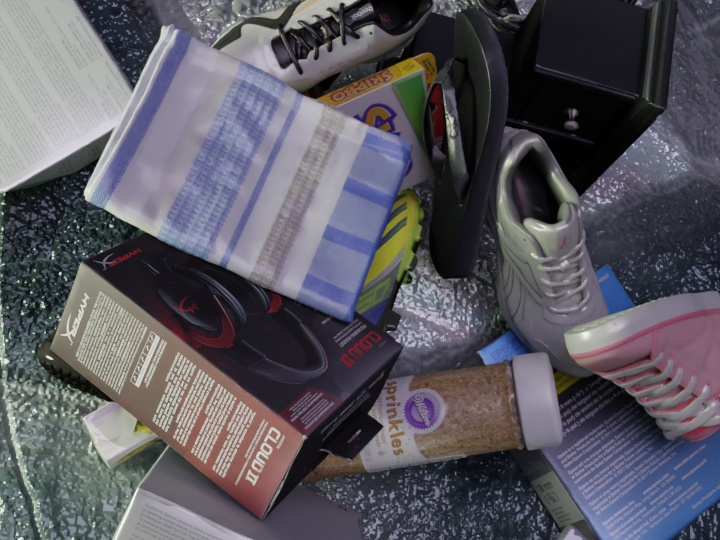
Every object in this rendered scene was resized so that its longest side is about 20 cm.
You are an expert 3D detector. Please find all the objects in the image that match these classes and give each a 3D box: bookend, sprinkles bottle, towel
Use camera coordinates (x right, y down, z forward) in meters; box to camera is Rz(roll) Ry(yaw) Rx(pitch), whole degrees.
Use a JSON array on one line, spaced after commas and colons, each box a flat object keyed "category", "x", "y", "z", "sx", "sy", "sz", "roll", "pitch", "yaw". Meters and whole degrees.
[{"category": "bookend", "x": 0.118, "y": -0.150, "z": 0.862, "sx": 0.195, "sy": 0.200, "sz": 0.094, "roll": 14, "pitch": 70, "yaw": -7}, {"category": "sprinkles bottle", "x": 0.049, "y": 0.111, "z": 0.803, "sx": 0.196, "sy": 0.068, "sz": 0.070, "roll": -11, "pitch": 74, "yaw": 10}, {"category": "towel", "x": -0.070, "y": -0.068, "z": 0.727, "sx": 0.197, "sy": 0.024, "sz": 0.149, "roll": 25, "pitch": 65, "yaw": -7}]

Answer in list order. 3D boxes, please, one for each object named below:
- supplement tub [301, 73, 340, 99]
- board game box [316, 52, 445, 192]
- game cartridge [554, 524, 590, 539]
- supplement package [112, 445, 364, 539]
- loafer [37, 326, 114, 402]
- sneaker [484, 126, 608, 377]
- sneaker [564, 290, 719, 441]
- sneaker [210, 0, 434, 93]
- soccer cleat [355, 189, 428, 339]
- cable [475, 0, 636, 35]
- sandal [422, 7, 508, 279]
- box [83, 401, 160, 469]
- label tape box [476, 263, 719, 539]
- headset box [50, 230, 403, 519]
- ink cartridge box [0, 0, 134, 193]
[{"category": "supplement tub", "x": -0.099, "y": -0.116, "z": 0.859, "sx": 0.106, "sy": 0.107, "sz": 0.201, "roll": 38, "pitch": 71, "yaw": 3}, {"category": "board game box", "x": -0.020, "y": -0.084, "z": 0.808, "sx": 0.198, "sy": 0.097, "sz": 0.030, "roll": -27, "pitch": 41, "yaw": -15}, {"category": "game cartridge", "x": 0.182, "y": 0.302, "z": 0.774, "sx": 0.200, "sy": 0.040, "sz": 0.133, "roll": 44, "pitch": 75, "yaw": 3}, {"category": "supplement package", "x": -0.084, "y": 0.201, "z": 0.702, "sx": 0.154, "sy": 0.200, "sz": 0.112, "roll": 25, "pitch": 89, "yaw": -3}, {"category": "loafer", "x": -0.129, "y": 0.071, "z": 0.769, "sx": 0.197, "sy": 0.073, "sz": 0.072, "roll": 22, "pitch": 71, "yaw": -1}, {"category": "sneaker", "x": 0.137, "y": -0.011, "z": 0.798, "sx": 0.077, "sy": 0.099, "sz": 0.203, "roll": -25, "pitch": 95, "yaw": -6}, {"category": "sneaker", "x": 0.224, "y": 0.075, "z": 0.778, "sx": 0.198, "sy": 0.075, "sz": 0.107, "roll": -3, "pitch": 76, "yaw": -51}, {"category": "sneaker", "x": -0.031, "y": -0.176, "z": 0.797, "sx": 0.198, "sy": 0.080, "sz": 0.075, "roll": -30, "pitch": 95, "yaw": -22}, {"category": "soccer cleat", "x": 0.000, "y": 0.000, "z": 0.840, "sx": 0.082, "sy": 0.065, "sz": 0.202, "roll": 17, "pitch": 48, "yaw": 2}, {"category": "cable", "x": 0.189, "y": -0.289, "z": 0.998, "sx": 0.163, "sy": 0.051, "sz": 0.200, "roll": 43, "pitch": 70, "yaw": 4}, {"category": "sandal", "x": 0.070, "y": -0.087, "z": 0.788, "sx": 0.042, "sy": 0.076, "sz": 0.204, "roll": -3, "pitch": 113, "yaw": -17}, {"category": "box", "x": -0.117, "y": 0.082, "z": 0.829, "sx": 0.198, "sy": 0.042, "sz": 0.039, "roll": -30, "pitch": 80, "yaw": -19}, {"category": "label tape box", "x": 0.195, "y": 0.121, "z": 0.866, "sx": 0.143, "sy": 0.063, "sz": 0.202, "roll": -30, "pitch": 79, "yaw": -18}, {"category": "headset box", "x": -0.075, "y": 0.057, "z": 0.706, "sx": 0.199, "sy": 0.076, "sz": 0.148, "roll": 36, "pitch": 30, "yaw": 13}, {"category": "ink cartridge box", "x": -0.295, "y": -0.138, "z": 0.865, "sx": 0.198, "sy": 0.057, "sz": 0.164, "roll": -33, "pitch": 82, "yaw": -10}]
